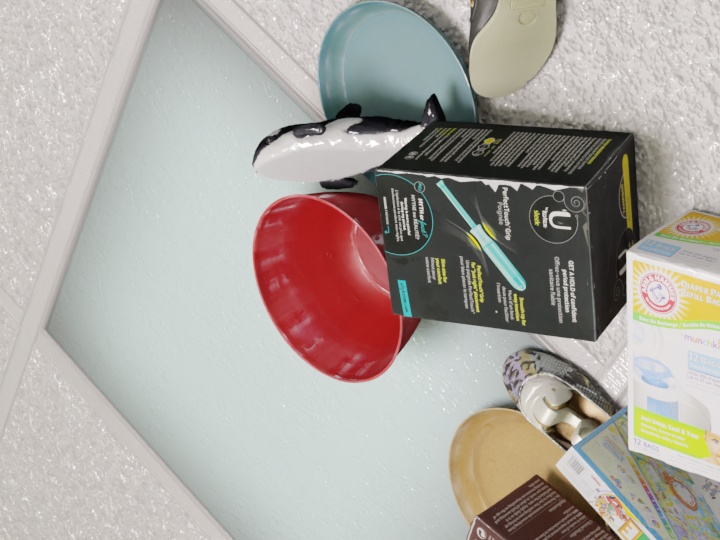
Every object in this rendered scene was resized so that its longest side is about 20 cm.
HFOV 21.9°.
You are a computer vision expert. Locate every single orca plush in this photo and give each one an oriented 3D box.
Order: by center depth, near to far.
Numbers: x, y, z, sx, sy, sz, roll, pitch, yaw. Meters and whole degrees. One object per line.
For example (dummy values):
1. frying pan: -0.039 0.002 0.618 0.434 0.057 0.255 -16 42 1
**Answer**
1. orca plush: -0.009 -0.139 1.773 0.200 0.071 0.105 -18 143 34

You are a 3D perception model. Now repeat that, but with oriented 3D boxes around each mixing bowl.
1. mixing bowl: 0.000 0.000 1.853 0.200 0.108 0.201 25 129 35

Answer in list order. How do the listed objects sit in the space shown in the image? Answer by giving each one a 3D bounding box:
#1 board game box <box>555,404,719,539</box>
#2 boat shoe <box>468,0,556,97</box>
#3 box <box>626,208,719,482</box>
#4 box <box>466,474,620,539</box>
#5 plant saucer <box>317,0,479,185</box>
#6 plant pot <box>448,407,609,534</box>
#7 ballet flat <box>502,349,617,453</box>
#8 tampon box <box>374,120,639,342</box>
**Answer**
1. board game box: 0.287 0.211 1.663 0.200 0.134 0.034 48 138 14
2. boat shoe: 0.132 -0.237 1.621 0.202 0.073 0.063 97 164 -47
3. box: 0.300 0.063 1.589 0.112 0.101 0.200 18 124 38
4. box: 0.206 0.296 1.780 0.200 0.100 0.075 37 134 28
5. plant saucer: 0.040 -0.165 1.780 0.200 0.027 0.201 25 129 35
6. plant pot: 0.173 0.224 1.869 0.200 0.027 0.200 24 128 34
7. ballet flat: 0.205 0.144 1.756 0.200 0.072 0.072 39 135 22
8. tampon box: 0.135 -0.039 1.650 0.200 0.126 0.150 7 118 27
